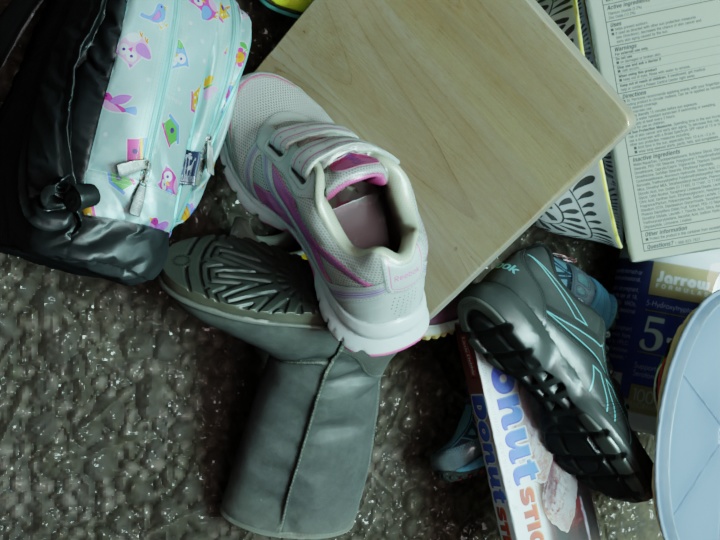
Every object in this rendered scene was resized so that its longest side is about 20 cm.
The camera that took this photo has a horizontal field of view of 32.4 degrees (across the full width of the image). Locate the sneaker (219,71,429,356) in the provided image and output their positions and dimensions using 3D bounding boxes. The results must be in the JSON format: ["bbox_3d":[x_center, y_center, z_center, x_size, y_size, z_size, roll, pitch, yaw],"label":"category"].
[{"bbox_3d":[-0.015,-0.052,0.736,0.081,0.088,0.200,-25,66,-28],"label":"sneaker"}]

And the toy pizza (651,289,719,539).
[{"bbox_3d":[0.245,0.112,0.874,0.199,0.032,0.202,-8,100,-51],"label":"toy pizza"}]

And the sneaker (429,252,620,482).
[{"bbox_3d":[0.105,0.069,0.943,0.095,0.079,0.200,43,70,-6],"label":"sneaker"}]

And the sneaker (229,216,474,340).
[{"bbox_3d":[0.000,0.000,0.868,0.199,0.075,0.091,-4,102,-29],"label":"sneaker"}]

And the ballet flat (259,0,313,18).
[{"bbox_3d":[0.022,-0.207,0.862,0.199,0.067,0.067,3,49,-31],"label":"ballet flat"}]

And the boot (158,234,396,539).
[{"bbox_3d":[-0.062,0.084,0.812,0.180,0.073,0.201,16,128,-10],"label":"boot"}]

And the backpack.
[{"bbox_3d":[-0.151,-0.097,0.746,0.126,0.166,0.202,23,80,-44],"label":"backpack"}]

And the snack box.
[{"bbox_3d":[0.121,0.126,0.880,0.071,0.024,0.202,-13,90,-27],"label":"snack box"}]

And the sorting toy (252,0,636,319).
[{"bbox_3d":[0.049,-0.105,0.803,0.200,0.199,0.069,51,29,11],"label":"sorting toy"}]

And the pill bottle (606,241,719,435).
[{"bbox_3d":[0.258,0.030,0.982,0.119,0.119,0.202,11,89,-28],"label":"pill bottle"}]

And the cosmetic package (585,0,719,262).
[{"bbox_3d":[0.228,-0.112,0.894,0.103,0.073,0.202,-9,89,12],"label":"cosmetic package"}]

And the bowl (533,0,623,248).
[{"bbox_3d":[0.127,-0.107,0.894,0.093,0.201,0.202,-10,102,14],"label":"bowl"}]

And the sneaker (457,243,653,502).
[{"bbox_3d":[0.151,0.072,0.846,0.079,0.075,0.201,-45,107,-30],"label":"sneaker"}]
